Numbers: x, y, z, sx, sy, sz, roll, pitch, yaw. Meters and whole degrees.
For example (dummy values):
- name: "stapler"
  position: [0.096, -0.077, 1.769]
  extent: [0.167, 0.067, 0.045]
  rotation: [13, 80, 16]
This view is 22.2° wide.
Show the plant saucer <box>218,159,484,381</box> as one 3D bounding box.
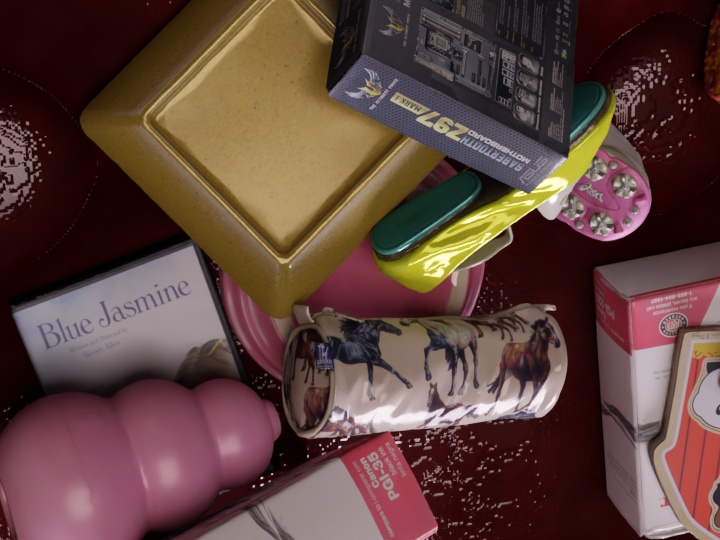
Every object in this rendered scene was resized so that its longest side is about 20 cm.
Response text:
- name: "plant saucer"
  position: [0.000, 0.000, 1.316]
  extent: [0.199, 0.051, 0.202]
  rotation: [-5, 108, -17]

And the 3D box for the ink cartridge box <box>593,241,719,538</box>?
- name: "ink cartridge box"
  position: [0.262, 0.088, 1.405]
  extent: [0.145, 0.085, 0.201]
  rotation: [-11, 110, -11]

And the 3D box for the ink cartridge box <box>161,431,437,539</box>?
- name: "ink cartridge box"
  position: [-0.068, 0.200, 1.284]
  extent: [0.199, 0.146, 0.083]
  rotation: [-26, 88, -30]

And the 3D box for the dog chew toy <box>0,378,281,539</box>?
- name: "dog chew toy"
  position: [-0.151, 0.132, 1.278]
  extent: [0.199, 0.125, 0.125]
  rotation: [-17, 113, -16]

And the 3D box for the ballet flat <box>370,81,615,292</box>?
- name: "ballet flat"
  position: [0.099, -0.051, 1.254]
  extent: [0.200, 0.067, 0.067]
  rotation: [-35, 124, 11]

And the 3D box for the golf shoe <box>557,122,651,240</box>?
- name: "golf shoe"
  position: [0.124, -0.103, 1.312]
  extent: [0.200, 0.092, 0.075]
  rotation: [40, 118, -3]

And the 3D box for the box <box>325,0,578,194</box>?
- name: "box"
  position: [0.065, -0.166, 1.205]
  extent: [0.157, 0.201, 0.051]
  rotation: [25, 139, -21]

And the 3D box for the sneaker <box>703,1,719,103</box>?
- name: "sneaker"
  position: [0.316, -0.204, 1.322]
  extent: [0.077, 0.073, 0.201]
  rotation: [22, 106, -31]

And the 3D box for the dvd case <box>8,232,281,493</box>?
- name: "dvd case"
  position: [-0.153, 0.085, 1.332]
  extent: [0.142, 0.018, 0.201]
  rotation: [-21, 113, -6]

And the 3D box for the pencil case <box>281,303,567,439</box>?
- name: "pencil case"
  position: [0.046, 0.065, 1.278]
  extent: [0.199, 0.078, 0.090]
  rotation: [-3, 101, -24]

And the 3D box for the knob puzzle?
- name: "knob puzzle"
  position: [0.311, 0.136, 1.375]
  extent: [0.218, 0.030, 0.221]
  rotation: [-6, 111, -16]

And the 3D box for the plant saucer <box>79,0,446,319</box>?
- name: "plant saucer"
  position: [-0.053, -0.101, 1.235]
  extent: [0.200, 0.048, 0.200]
  rotation: [45, 88, -7]
